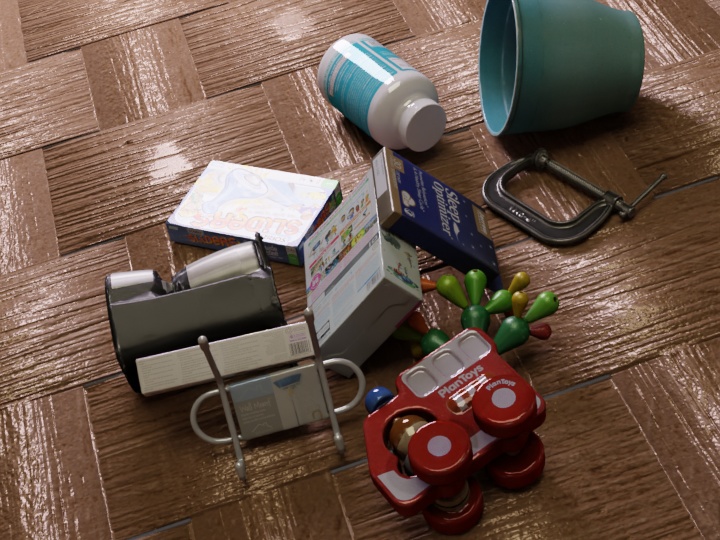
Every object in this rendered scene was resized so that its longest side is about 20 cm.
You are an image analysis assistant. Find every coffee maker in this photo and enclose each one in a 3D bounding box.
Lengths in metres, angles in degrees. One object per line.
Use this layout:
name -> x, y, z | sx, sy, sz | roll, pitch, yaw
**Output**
coffee maker -> -0.185, 0.067, 1.559 | 0.197, 0.136, 0.193 | -16, 43, -4

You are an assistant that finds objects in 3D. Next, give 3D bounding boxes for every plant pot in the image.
plant pot -> 0.270, -0.279, 1.794 | 0.185, 0.202, 0.201 | 0, 41, -10

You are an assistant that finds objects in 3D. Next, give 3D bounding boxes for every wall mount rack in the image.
wall mount rack -> -0.093, 0.126, 1.445 | 0.197, 0.176, 0.075 | -15, 17, -3

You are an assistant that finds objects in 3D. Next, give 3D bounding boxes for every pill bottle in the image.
pill bottle -> 0.033, -0.239, 1.852 | 0.110, 0.112, 0.200 | -29, 45, -18

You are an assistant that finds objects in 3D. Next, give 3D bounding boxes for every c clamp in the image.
c clamp -> 0.260, -0.101, 1.718 | 0.199, 0.027, 0.171 | 30, 62, 35

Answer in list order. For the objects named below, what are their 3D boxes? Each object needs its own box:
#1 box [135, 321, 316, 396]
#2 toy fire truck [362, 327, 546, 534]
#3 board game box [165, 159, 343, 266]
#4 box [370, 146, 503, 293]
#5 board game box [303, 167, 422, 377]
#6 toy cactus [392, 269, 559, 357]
box -> -0.146, 0.097, 1.485 | 0.197, 0.039, 0.042 | -13, 82, -4
toy fire truck -> 0.090, 0.160, 1.400 | 0.199, 0.113, 0.168 | -32, 47, -15
board game box -> -0.139, -0.078, 1.776 | 0.198, 0.035, 0.136 | 10, 47, 23
box -> 0.100, -0.056, 1.599 | 0.032, 0.199, 0.122 | -43, 33, 28
board game box -> 0.000, 0.000, 1.579 | 0.148, 0.064, 0.201 | -46, 31, 31
toy cactus -> 0.127, 0.080, 1.521 | 0.197, 0.103, 0.167 | -3, 62, 6
